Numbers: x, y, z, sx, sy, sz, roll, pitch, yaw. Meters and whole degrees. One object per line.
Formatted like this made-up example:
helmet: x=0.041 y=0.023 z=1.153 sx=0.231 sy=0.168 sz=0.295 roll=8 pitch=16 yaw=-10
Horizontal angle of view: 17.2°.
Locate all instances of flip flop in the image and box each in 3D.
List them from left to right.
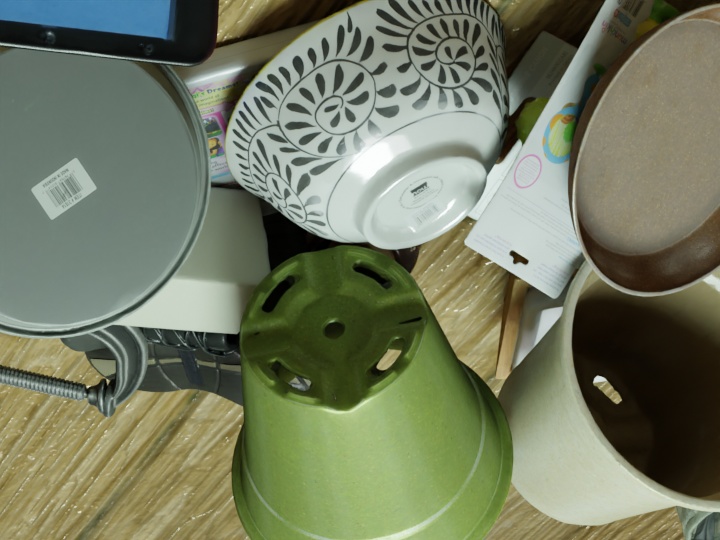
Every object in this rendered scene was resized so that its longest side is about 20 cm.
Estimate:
flip flop: x=-0.105 y=0.057 z=1.761 sx=0.198 sy=0.058 sz=0.081 roll=4 pitch=136 yaw=14

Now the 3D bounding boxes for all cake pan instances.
cake pan: x=-0.184 y=-0.054 z=1.434 sx=0.199 sy=0.202 sz=0.037 roll=-5 pitch=-168 yaw=-15

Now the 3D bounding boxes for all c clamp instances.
c clamp: x=-0.244 y=0.061 z=1.699 sx=0.198 sy=0.027 sz=0.172 roll=9 pitch=137 yaw=10

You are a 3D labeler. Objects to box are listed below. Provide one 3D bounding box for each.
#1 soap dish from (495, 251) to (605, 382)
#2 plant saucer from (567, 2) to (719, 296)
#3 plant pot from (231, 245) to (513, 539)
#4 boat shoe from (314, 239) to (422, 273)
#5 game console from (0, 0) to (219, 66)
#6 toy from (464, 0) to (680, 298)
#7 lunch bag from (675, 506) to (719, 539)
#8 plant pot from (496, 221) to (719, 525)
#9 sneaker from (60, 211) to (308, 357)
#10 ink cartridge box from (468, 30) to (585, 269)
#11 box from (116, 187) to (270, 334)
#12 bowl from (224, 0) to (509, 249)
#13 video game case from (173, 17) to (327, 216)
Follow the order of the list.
soap dish: x=0.201 y=0.016 z=1.805 sx=0.199 sy=0.082 sz=0.158 roll=-9 pitch=151 yaw=-8
plant saucer: x=0.205 y=-0.082 z=1.541 sx=0.199 sy=0.034 sz=0.201 roll=-19 pitch=125 yaw=-30
plant pot: x=-0.004 y=0.084 z=1.579 sx=0.199 sy=0.201 sz=0.190 roll=-13 pitch=147 yaw=0
boat shoe: x=0.000 y=0.000 z=1.705 sx=0.070 sy=0.070 sz=0.200 roll=-49 pitch=-177 yaw=-28
game console: x=-0.143 y=-0.210 z=1.235 sx=0.199 sy=0.119 sz=0.172 roll=3 pitch=147 yaw=-28
toy: x=0.138 y=-0.093 z=1.542 sx=0.115 sy=0.047 sz=0.201 roll=29 pitch=96 yaw=-48
lunch bag: x=0.328 y=0.119 z=1.950 sx=0.117 sy=0.165 sz=0.200 roll=19 pitch=138 yaw=-41
plant pot: x=0.189 y=0.091 z=1.651 sx=0.199 sy=0.202 sz=0.183 roll=1 pitch=160 yaw=-23
sneaker: x=-0.124 y=0.023 z=1.674 sx=0.199 sy=0.091 sz=0.076 roll=-22 pitch=151 yaw=17
ink cartridge box: x=0.169 y=-0.077 z=1.641 sx=0.199 sy=0.047 sz=0.160 roll=24 pitch=125 yaw=-16
box: x=-0.163 y=-0.013 z=1.563 sx=0.199 sy=0.083 sz=0.068 roll=7 pitch=146 yaw=-26
bowl: x=0.022 y=-0.076 z=1.518 sx=0.200 sy=0.095 sz=0.201 roll=-20 pitch=149 yaw=-13
video game case: x=-0.090 y=-0.086 z=1.570 sx=0.199 sy=0.024 sz=0.182 roll=-15 pitch=150 yaw=4
